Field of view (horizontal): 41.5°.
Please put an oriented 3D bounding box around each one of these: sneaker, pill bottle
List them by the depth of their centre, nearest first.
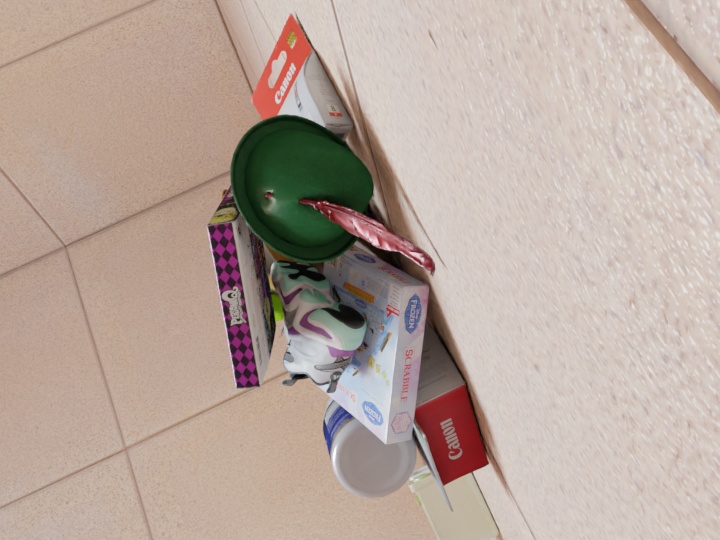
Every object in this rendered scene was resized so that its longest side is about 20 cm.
[{"bbox_3d":[-0.077,0.082,1.221,0.200,0.077,0.141,46,122,50],"label":"sneaker"},{"bbox_3d":[0.007,0.229,1.335,0.200,0.115,0.116,-126,12,-78],"label":"pill bottle"}]

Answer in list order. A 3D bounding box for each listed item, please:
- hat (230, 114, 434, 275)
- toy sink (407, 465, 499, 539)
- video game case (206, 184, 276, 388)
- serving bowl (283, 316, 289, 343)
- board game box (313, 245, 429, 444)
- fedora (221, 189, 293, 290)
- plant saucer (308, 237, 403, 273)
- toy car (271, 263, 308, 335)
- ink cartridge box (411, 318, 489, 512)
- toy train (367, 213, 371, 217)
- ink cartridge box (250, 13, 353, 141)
[{"bbox_3d":[-0.017,-0.101,1.008,0.200,0.166,0.176,34,155,-20],"label":"hat"},{"bbox_3d":[0.152,0.402,1.730,0.130,0.112,0.201,107,138,-84],"label":"toy sink"},{"bbox_3d":[-0.138,0.013,1.141,0.181,0.036,0.201,-87,-10,-70],"label":"video game case"},{"bbox_3d":[-0.018,0.103,1.433,0.200,0.199,0.066,-122,32,-66],"label":"serving bowl"},{"bbox_3d":[0.008,0.086,1.207,0.200,0.041,0.201,31,119,56],"label":"board game box"},{"bbox_3d":[-0.131,-0.057,1.430,0.201,0.082,0.201,56,-174,-10],"label":"fedora"},{"bbox_3d":[0.000,0.000,1.347,0.200,0.032,0.201,34,155,18],"label":"plant saucer"},{"bbox_3d":[-0.119,0.030,1.620,0.200,0.157,0.165,126,152,-65],"label":"toy car"},{"bbox_3d":[0.104,0.194,1.269,0.201,0.083,0.176,69,174,-46],"label":"ink cartridge box"},{"bbox_3d":[-0.039,-0.102,1.453,0.114,0.086,0.200,58,179,-41],"label":"toy train"},{"bbox_3d":[-0.095,-0.204,1.218,0.201,0.050,0.162,61,140,24],"label":"ink cartridge box"}]
